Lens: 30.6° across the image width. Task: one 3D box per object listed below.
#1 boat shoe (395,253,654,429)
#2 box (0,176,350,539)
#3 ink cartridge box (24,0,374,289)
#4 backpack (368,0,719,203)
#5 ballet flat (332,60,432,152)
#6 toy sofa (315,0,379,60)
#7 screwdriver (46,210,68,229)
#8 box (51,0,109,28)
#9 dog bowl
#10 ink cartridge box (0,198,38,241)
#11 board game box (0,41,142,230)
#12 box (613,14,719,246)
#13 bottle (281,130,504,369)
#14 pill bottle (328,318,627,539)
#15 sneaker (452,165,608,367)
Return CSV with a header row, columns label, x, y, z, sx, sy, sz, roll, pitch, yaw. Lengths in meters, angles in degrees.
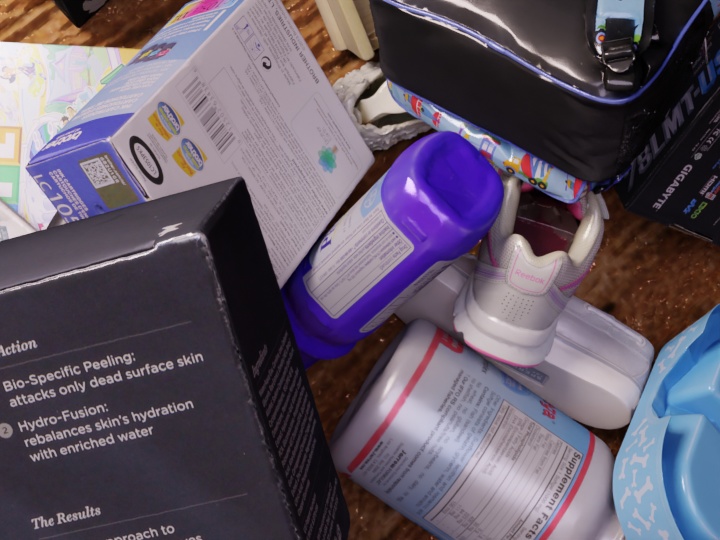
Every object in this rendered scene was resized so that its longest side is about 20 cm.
label,x,y,z,sx,sy,sz,roll,pitch,yaw
boat shoe,0.099,0.024,0.850,0.199,0.072,0.069,27,57,9
box,-0.126,0.082,0.637,0.195,0.118,0.201,-14,105,10
ink cartridge box,-0.091,-0.052,0.739,0.137,0.076,0.200,57,43,-25
backpack,0.121,-0.167,0.746,0.182,0.135,0.200,29,67,20
ballet flat,0.068,-0.129,0.853,0.199,0.072,0.072,-26,89,-6
toy sofa,0.060,-0.220,0.858,0.199,0.098,0.083,-27,114,-5
screwdriver,-0.191,0.059,0.718,0.029,0.028,0.201,15,81,25
box,-0.149,-0.274,0.803,0.200,0.149,0.124,-44,90,-5
dog bowl,0.216,0.108,0.810,0.112,0.049,0.200,47,46,-14
ink cartridge box,-0.249,0.038,0.751,0.200,0.045,0.176,40,83,-1
board game box,-0.176,-0.034,0.800,0.133,0.034,0.202,2,86,-4
box,0.283,-0.092,0.791,0.197,0.050,0.201,16,126,-26
bottle,0.000,0.000,0.787,0.065,0.200,0.084,45,41,-3
pill bottle,0.087,0.127,0.819,0.199,0.109,0.109,34,85,-2
sneaker,0.117,-0.040,0.809,0.081,0.088,0.201,19,50,-5
